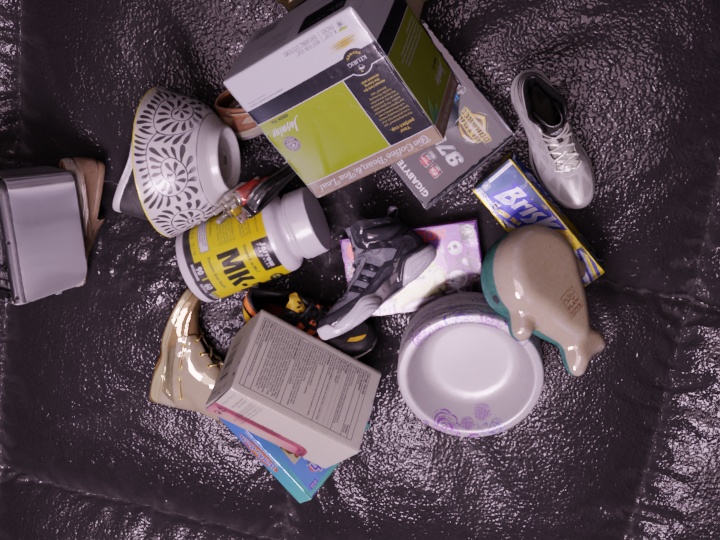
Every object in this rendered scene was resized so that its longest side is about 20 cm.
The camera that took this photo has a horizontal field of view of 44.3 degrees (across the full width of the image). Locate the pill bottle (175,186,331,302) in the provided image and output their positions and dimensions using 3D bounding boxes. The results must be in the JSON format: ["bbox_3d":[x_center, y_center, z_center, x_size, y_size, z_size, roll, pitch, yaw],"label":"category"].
[{"bbox_3d":[-0.150,-0.039,1.250,0.198,0.114,0.115,-21,99,14],"label":"pill bottle"}]

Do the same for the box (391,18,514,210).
[{"bbox_3d":[0.089,-0.211,1.203,0.159,0.046,0.201,-38,94,15],"label":"box"}]

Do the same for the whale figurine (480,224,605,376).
[{"bbox_3d":[0.233,0.040,1.142,0.201,0.159,0.103,54,148,-11],"label":"whale figurine"}]

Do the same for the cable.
[{"bbox_3d":[-0.115,-0.134,1.188,0.050,0.097,0.200,44,66,-5],"label":"cable"}]

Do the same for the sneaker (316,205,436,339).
[{"bbox_3d":[0.000,0.000,1.216,0.199,0.075,0.114,-38,87,-7],"label":"sneaker"}]

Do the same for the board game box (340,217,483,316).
[{"bbox_3d":[0.077,-0.002,1.267,0.198,0.032,0.121,-8,98,12],"label":"board game box"}]

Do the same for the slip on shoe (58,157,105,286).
[{"bbox_3d":[-0.410,-0.071,1.315,0.060,0.076,0.202,-10,115,-31],"label":"slip on shoe"}]

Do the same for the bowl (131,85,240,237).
[{"bbox_3d":[-0.219,-0.149,1.189,0.093,0.201,0.203,-2,103,13],"label":"bowl"}]

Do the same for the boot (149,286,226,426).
[{"bbox_3d":[-0.222,0.133,1.324,0.154,0.073,0.202,20,107,5],"label":"boot"}]

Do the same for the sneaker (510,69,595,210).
[{"bbox_3d":[0.250,-0.163,1.152,0.075,0.115,0.202,-25,98,14],"label":"sneaker"}]

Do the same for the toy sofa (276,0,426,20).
[{"bbox_3d":[-0.013,-0.375,1.142,0.198,0.083,0.099,18,98,16],"label":"toy sofa"}]

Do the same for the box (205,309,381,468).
[{"bbox_3d":[-0.091,0.166,1.217,0.199,0.129,0.109,30,145,-16],"label":"box"}]

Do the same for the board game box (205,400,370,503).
[{"bbox_3d":[-0.103,0.210,1.287,0.200,0.152,0.045,47,145,-3],"label":"board game box"}]

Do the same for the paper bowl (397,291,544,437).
[{"bbox_3d":[0.152,0.123,1.231,0.198,0.105,0.203,3,117,5],"label":"paper bowl"}]

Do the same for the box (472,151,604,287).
[{"bbox_3d":[0.242,-0.061,1.203,0.070,0.064,0.200,-39,95,20],"label":"box"}]

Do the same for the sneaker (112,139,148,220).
[{"bbox_3d":[-0.280,-0.156,1.271,0.098,0.071,0.201,25,112,1],"label":"sneaker"}]

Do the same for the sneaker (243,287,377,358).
[{"bbox_3d":[-0.074,0.072,1.254,0.198,0.070,0.090,11,146,10],"label":"sneaker"}]

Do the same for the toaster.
[{"bbox_3d":[-0.491,-0.062,1.262,0.180,0.118,0.202,7,107,45],"label":"toaster"}]

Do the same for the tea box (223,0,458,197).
[{"bbox_3d":[-0.019,-0.228,1.080,0.199,0.134,0.197,-20,123,32],"label":"tea box"}]

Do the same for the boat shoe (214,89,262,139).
[{"bbox_3d":[-0.109,-0.245,1.203,0.198,0.072,0.076,-26,58,14],"label":"boat shoe"}]
